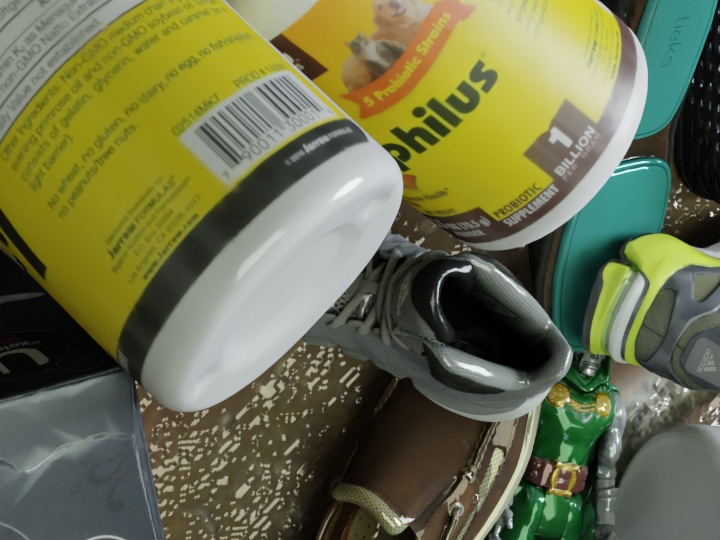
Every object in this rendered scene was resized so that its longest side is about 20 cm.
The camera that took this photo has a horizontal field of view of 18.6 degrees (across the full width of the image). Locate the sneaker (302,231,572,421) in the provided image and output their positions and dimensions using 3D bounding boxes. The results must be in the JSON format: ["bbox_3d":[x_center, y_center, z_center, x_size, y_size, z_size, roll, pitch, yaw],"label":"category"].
[{"bbox_3d":[0.000,0.000,0.904,0.199,0.115,0.075,21,81,-6],"label":"sneaker"}]

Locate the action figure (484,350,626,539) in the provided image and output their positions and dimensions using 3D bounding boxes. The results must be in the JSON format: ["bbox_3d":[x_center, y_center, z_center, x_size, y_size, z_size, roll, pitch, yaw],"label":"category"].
[{"bbox_3d":[0.084,0.118,1.045,0.118,0.055,0.201,11,95,-25],"label":"action figure"}]

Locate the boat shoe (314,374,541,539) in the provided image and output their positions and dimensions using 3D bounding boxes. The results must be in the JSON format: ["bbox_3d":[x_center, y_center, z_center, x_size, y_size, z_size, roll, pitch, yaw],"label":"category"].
[{"bbox_3d":[0.023,0.102,0.982,0.075,0.074,0.203,7,103,-65],"label":"boat shoe"}]

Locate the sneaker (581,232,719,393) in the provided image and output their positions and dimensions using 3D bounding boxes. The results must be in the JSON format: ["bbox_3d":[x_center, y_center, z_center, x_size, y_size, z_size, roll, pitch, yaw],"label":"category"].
[{"bbox_3d":[0.185,0.026,1.024,0.200,0.081,0.074,-10,127,-49],"label":"sneaker"}]

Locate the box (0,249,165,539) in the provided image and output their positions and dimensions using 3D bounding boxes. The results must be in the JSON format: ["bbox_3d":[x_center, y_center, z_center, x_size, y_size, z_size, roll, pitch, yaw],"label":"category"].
[{"bbox_3d":[-0.163,0.069,0.824,0.122,0.200,0.107,-15,110,-21],"label":"box"}]

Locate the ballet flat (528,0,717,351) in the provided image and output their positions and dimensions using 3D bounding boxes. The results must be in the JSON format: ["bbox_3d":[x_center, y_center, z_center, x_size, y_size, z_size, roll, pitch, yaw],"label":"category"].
[{"bbox_3d":[0.110,-0.063,0.989,0.068,0.068,0.201,-4,122,-35],"label":"ballet flat"}]

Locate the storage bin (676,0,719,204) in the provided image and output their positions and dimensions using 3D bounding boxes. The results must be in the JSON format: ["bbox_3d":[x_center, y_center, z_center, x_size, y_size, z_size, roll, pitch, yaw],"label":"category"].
[{"bbox_3d":[0.257,-0.101,1.044,0.199,0.094,0.136,-9,108,-23],"label":"storage bin"}]

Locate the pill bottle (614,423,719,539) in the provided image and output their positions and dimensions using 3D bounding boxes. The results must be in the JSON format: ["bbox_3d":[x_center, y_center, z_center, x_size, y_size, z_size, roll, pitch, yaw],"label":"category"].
[{"bbox_3d":[0.232,0.141,1.087,0.199,0.113,0.113,9,100,-28],"label":"pill bottle"}]

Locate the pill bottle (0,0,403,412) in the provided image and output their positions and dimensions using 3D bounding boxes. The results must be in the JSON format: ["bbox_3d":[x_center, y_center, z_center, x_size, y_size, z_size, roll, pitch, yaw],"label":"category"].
[{"bbox_3d":[-0.092,-0.058,0.744,0.114,0.114,0.200,-44,77,-9],"label":"pill bottle"}]

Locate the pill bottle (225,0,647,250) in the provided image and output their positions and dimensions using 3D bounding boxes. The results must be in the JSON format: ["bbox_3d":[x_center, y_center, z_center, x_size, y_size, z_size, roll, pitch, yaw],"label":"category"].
[{"bbox_3d":[0.008,-0.100,0.833,0.200,0.109,0.109,35,87,-29],"label":"pill bottle"}]
